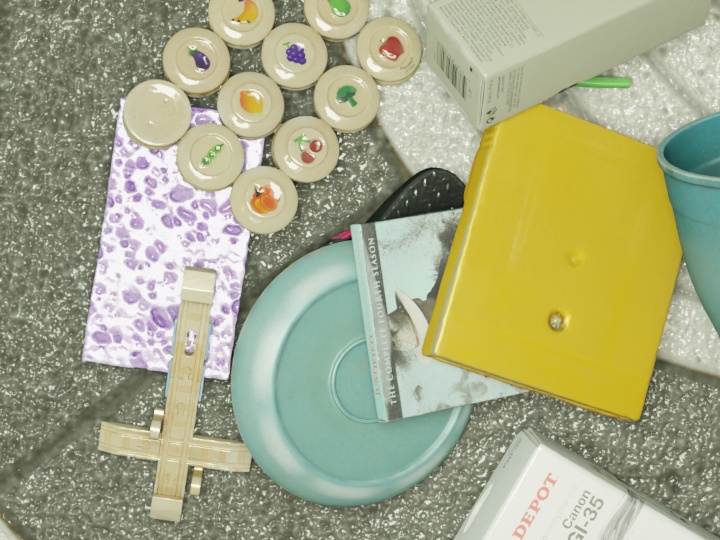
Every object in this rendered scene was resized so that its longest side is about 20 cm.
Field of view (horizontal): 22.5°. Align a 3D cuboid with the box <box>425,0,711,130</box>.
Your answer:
[{"bbox_3d":[0.149,-0.183,1.293,0.200,0.068,0.082,-25,61,-15],"label":"box"}]

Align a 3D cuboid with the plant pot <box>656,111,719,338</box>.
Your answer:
[{"bbox_3d":[0.324,-0.010,1.294,0.200,0.200,0.188,-12,109,-1],"label":"plant pot"}]

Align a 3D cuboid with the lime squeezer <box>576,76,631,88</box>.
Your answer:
[{"bbox_3d":[0.104,-0.172,1.352,0.200,0.038,0.071,36,61,-3],"label":"lime squeezer"}]

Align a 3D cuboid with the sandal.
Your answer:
[{"bbox_3d":[0.000,0.000,1.352,0.200,0.045,0.075,-42,111,-13],"label":"sandal"}]

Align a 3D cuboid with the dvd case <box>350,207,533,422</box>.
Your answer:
[{"bbox_3d":[0.095,0.023,1.329,0.200,0.022,0.146,-9,94,-22],"label":"dvd case"}]

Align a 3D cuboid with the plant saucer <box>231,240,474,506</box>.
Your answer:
[{"bbox_3d":[0.004,0.078,1.325,0.200,0.027,0.200,-4,99,-24],"label":"plant saucer"}]

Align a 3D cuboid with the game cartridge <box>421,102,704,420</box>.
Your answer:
[{"bbox_3d":[0.150,-0.009,1.323,0.176,0.032,0.200,19,81,-20],"label":"game cartridge"}]

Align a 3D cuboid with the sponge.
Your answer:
[{"bbox_3d":[-0.137,-0.025,1.349,0.112,0.030,0.200,9,93,-3],"label":"sponge"}]

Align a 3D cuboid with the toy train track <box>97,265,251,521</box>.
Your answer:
[{"bbox_3d":[-0.131,0.096,1.331,0.115,0.033,0.200,8,107,-4],"label":"toy train track"}]

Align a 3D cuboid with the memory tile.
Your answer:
[{"bbox_3d":[-0.064,-0.139,1.329,0.153,0.017,0.200,40,78,-3],"label":"memory tile"}]

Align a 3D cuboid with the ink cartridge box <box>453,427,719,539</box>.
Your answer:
[{"bbox_3d":[0.174,0.231,1.348,0.200,0.083,0.147,30,92,-4],"label":"ink cartridge box"}]
